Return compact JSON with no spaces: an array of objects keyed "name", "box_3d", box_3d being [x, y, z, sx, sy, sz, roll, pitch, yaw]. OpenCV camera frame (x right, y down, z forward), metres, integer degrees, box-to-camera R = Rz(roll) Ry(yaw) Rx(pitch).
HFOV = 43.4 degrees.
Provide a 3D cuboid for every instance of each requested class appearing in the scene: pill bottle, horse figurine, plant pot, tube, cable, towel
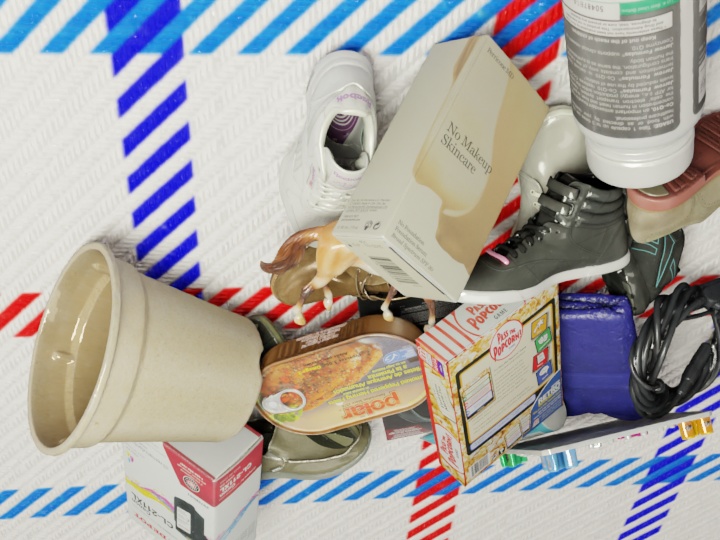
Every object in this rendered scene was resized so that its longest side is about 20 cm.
[{"name":"pill bottle","box_3d":[0.231,-0.175,0.760,0.112,0.114,0.201,-14,132,5]},{"name":"horse figurine","box_3d":[0.009,-0.005,0.836,0.198,0.050,0.133,8,125,-11]},{"name":"plant pot","box_3d":[-0.204,0.092,0.900,0.182,0.202,0.201,17,128,-35]},{"name":"tube","box_3d":[0.162,0.193,1.100,0.077,0.051,0.200,28,144,-23]},{"name":"cable","box_3d":[0.349,0.088,0.996,0.199,0.051,0.165,-16,130,-38]},{"name":"towel","box_3d":[0.242,0.096,1.026,0.146,0.050,0.201,-2,138,22]}]

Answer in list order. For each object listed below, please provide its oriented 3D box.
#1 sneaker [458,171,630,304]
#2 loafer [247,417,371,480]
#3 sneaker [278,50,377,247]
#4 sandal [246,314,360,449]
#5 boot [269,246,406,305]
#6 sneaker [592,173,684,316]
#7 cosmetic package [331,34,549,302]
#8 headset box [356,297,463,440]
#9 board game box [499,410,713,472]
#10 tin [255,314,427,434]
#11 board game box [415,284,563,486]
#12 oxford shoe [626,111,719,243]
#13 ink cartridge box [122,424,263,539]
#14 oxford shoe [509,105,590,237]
[{"name":"sneaker","box_3d":[0.159,-0.035,0.829,0.198,0.071,0.100,-15,117,-18]},{"name":"loafer","box_3d":[-0.085,0.206,1.079,0.198,0.076,0.070,-11,137,2]},{"name":"sneaker","box_3d":[-0.030,-0.090,0.808,0.074,0.100,0.201,2,133,-12]},{"name":"sandal","box_3d":[-0.070,0.122,1.017,0.079,0.058,0.201,-16,124,36]},{"name":"boot","box_3d":[0.000,0.000,0.909,0.198,0.076,0.074,-20,133,11]},{"name":"sneaker","box_3d":[0.283,-0.043,0.926,0.079,0.076,0.201,-30,134,-5]},{"name":"cosmetic package","box_3d":[0.071,-0.086,0.764,0.105,0.201,0.071,37,161,-34]},{"name":"headset box","box_3d":[0.084,0.100,1.009,0.147,0.078,0.201,-10,131,1]},{"name":"board game box","box_3d":[0.276,0.199,1.053,0.198,0.026,0.200,-12,171,-9]},{"name":"tin","box_3d":[-0.017,0.109,0.932,0.198,0.042,0.113,-18,120,19]},{"name":"board game box","box_3d":[0.138,0.107,0.923,0.151,0.046,0.201,-34,136,-22]},{"name":"oxford shoe","box_3d":[0.328,-0.092,0.856,0.199,0.071,0.075,-24,139,-15]},{"name":"ink cartridge box","box_3d":[-0.194,0.240,1.041,0.145,0.083,0.201,29,134,22]},{"name":"oxford shoe","box_3d":[0.187,-0.067,0.888,0.074,0.058,0.201,0,130,-5]}]
